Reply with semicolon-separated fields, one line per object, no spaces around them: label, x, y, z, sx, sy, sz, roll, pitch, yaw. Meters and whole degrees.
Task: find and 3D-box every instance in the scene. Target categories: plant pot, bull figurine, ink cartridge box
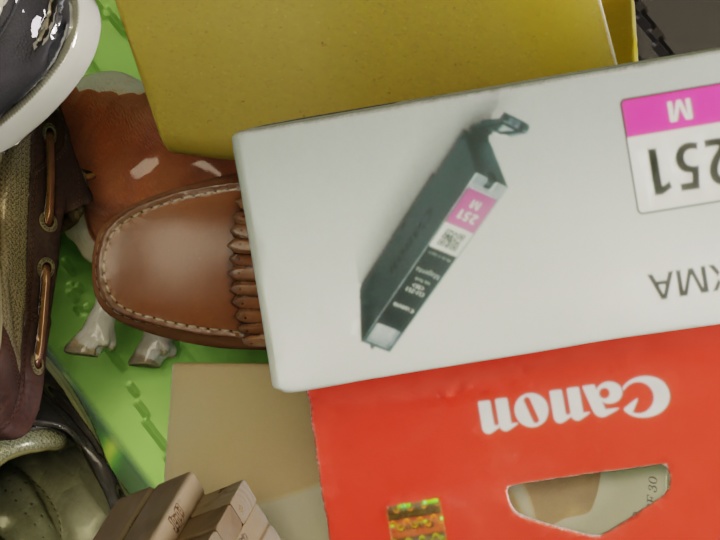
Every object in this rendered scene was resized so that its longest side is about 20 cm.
plant pot;-0.003;-0.145;1.082;0.175;0.200;0.201;-14;110;10
bull figurine;-0.061;-0.022;1.143;0.198;0.065;0.122;3;83;10
ink cartridge box;0.067;0.021;0.990;0.198;0.044;0.175;-9;93;11

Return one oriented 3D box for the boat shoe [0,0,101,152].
boat shoe;-0.181;-0.041;1.040;0.200;0.060;0.074;-43;51;12

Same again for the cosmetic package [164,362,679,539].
cosmetic package;0.028;0.089;1.078;0.199;0.071;0.106;-2;79;18

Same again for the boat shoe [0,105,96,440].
boat shoe;-0.140;-0.031;1.096;0.072;0.072;0.201;-21;56;31

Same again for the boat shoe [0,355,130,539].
boat shoe;-0.133;0.076;1.120;0.072;0.066;0.201;-37;78;-8

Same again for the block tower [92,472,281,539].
block tower;-0.027;0.171;1.040;0.054;0.058;0.201;-22;108;26

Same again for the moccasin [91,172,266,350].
moccasin;0.000;0.002;1.065;0.200;0.078;0.074;8;90;0
